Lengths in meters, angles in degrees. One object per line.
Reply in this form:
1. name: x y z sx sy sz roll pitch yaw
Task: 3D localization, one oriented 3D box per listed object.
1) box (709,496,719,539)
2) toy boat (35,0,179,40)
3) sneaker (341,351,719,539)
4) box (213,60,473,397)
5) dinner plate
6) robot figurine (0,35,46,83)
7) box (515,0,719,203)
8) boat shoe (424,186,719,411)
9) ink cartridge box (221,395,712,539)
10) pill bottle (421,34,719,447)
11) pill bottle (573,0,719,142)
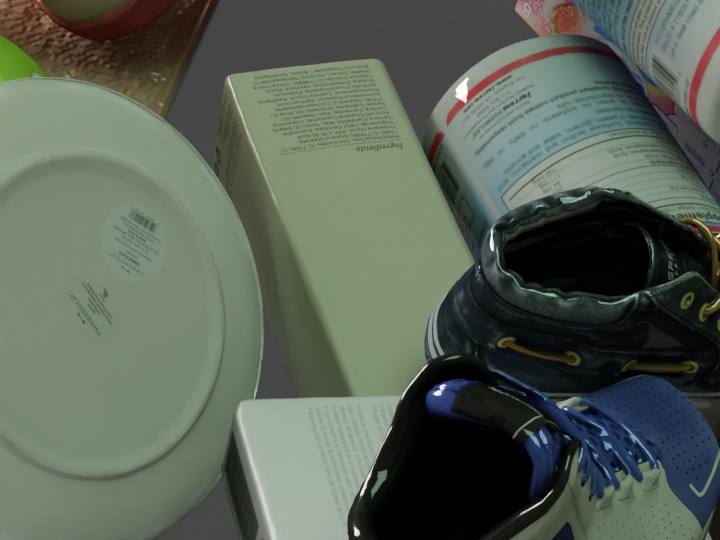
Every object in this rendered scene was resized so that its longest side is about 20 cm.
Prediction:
1. box: 0.242 0.144 0.938 0.100 0.075 0.200 -20 58 -27
2. toy boat: -0.069 -0.186 1.126 0.200 0.131 0.131 -34 49 14
3. sneaker: 0.062 0.078 0.777 0.199 0.115 0.081 -27 55 -38
4. box: 0.000 0.000 1.001 0.082 0.068 0.200 -7 52 -18
5. dinner plate: -0.115 0.019 0.915 0.200 0.024 0.201 7 79 -40
6. robot figurine: -0.205 -0.032 0.960 0.175 0.116 0.200 42 52 7
7. box: 0.181 -0.119 1.135 0.095 0.103 0.200 -22 56 -29
8. boat shoe: 0.130 0.010 0.883 0.200 0.091 0.071 -6 64 -19
9. ink cartridge box: 0.052 0.128 0.838 0.173 0.044 0.200 0 42 -18
10. pill bottle: 0.114 -0.005 1.014 0.109 0.109 0.200 -13 54 -22
11. pill bottle: 0.140 -0.157 1.018 0.109 0.109 0.200 -24 58 -29
